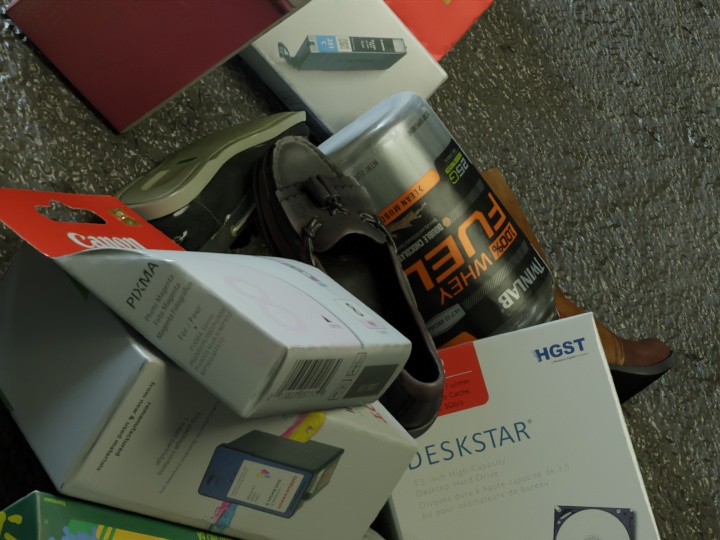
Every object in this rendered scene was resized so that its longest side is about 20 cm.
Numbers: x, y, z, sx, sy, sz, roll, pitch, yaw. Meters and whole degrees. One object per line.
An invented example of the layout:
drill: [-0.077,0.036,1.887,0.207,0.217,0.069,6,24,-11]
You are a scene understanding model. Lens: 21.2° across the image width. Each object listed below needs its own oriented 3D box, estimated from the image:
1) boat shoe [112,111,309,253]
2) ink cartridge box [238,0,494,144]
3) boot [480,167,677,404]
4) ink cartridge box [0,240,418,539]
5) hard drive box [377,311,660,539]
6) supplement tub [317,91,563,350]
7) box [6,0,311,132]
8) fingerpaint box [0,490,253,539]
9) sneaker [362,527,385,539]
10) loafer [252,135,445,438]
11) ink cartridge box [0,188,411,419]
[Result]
boat shoe: [-0.087,-0.048,1.194,0.200,0.072,0.068,-46,120,-56]
ink cartridge box: [-0.013,-0.202,1.330,0.200,0.045,0.176,46,75,-18]
boot: [0.139,0.015,1.446,0.188,0.068,0.200,-16,70,-47]
ink cartridge box: [-0.089,0.067,1.030,0.200,0.088,0.145,24,15,-42]
hard drive box: [0.090,0.145,1.164,0.077,0.155,0.201,102,-28,-75]
supplement tub: [0.046,-0.007,1.269,0.200,0.122,0.123,52,35,-10]
box: [-0.097,-0.196,1.165,0.109,0.200,0.128,46,36,-18]
fingerpaint box: [-0.098,0.215,0.965,0.200,0.073,0.167,21,49,-42]
sneaker: [0.007,0.244,1.100,0.082,0.074,0.200,81,-4,-51]
loafer: [0.000,0.000,1.126,0.072,0.063,0.201,-16,70,-26]
ink cartridge box: [-0.085,-0.001,0.992,0.200,0.057,0.162,42,15,18]
